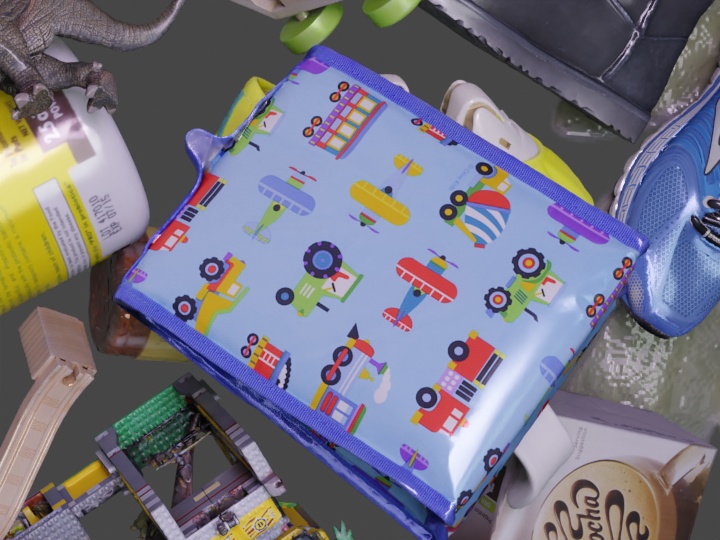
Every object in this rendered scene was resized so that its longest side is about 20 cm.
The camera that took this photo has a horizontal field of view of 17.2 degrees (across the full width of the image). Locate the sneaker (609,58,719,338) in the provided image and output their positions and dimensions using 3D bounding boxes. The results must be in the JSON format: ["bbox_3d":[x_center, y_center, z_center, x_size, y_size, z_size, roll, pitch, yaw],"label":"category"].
[{"bbox_3d":[0.195,-0.056,1.195,0.078,0.089,0.201,27,94,-23],"label":"sneaker"}]

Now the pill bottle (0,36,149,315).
[{"bbox_3d":[-0.202,-0.019,1.055,0.199,0.109,0.110,-29,111,-12],"label":"pill bottle"}]

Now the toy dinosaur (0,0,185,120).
[{"bbox_3d":[-0.165,-0.090,0.986,0.200,0.102,0.077,-35,155,-12],"label":"toy dinosaur"}]

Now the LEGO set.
[{"bbox_3d":[-0.094,0.152,1.125,0.199,0.116,0.154,-27,115,-13],"label":"LEGO set"}]

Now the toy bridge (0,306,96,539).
[{"bbox_3d":[-0.185,0.106,1.050,0.027,0.067,0.200,24,120,-40],"label":"toy bridge"}]

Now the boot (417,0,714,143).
[{"bbox_3d":[0.124,-0.186,1.157,0.164,0.066,0.201,29,95,-32],"label":"boot"}]

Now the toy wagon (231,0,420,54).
[{"bbox_3d":[-0.035,-0.169,1.035,0.155,0.200,0.040,45,62,-23],"label":"toy wagon"}]

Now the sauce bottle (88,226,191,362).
[{"bbox_3d":[-0.030,0.017,1.151,0.199,0.066,0.066,7,100,-20],"label":"sauce bottle"}]

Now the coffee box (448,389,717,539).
[{"bbox_3d":[0.092,0.166,1.221,0.113,0.080,0.201,14,97,-22],"label":"coffee box"}]

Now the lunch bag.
[{"bbox_3d":[0.000,0.000,1.048,0.200,0.094,0.151,36,77,8],"label":"lunch bag"}]

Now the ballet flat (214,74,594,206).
[{"bbox_3d":[0.028,-0.061,1.150,0.199,0.067,0.067,5,116,-18],"label":"ballet flat"}]

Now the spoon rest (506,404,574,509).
[{"bbox_3d":[0.028,0.030,1.106,0.200,0.061,0.099,45,73,-13],"label":"spoon rest"}]
